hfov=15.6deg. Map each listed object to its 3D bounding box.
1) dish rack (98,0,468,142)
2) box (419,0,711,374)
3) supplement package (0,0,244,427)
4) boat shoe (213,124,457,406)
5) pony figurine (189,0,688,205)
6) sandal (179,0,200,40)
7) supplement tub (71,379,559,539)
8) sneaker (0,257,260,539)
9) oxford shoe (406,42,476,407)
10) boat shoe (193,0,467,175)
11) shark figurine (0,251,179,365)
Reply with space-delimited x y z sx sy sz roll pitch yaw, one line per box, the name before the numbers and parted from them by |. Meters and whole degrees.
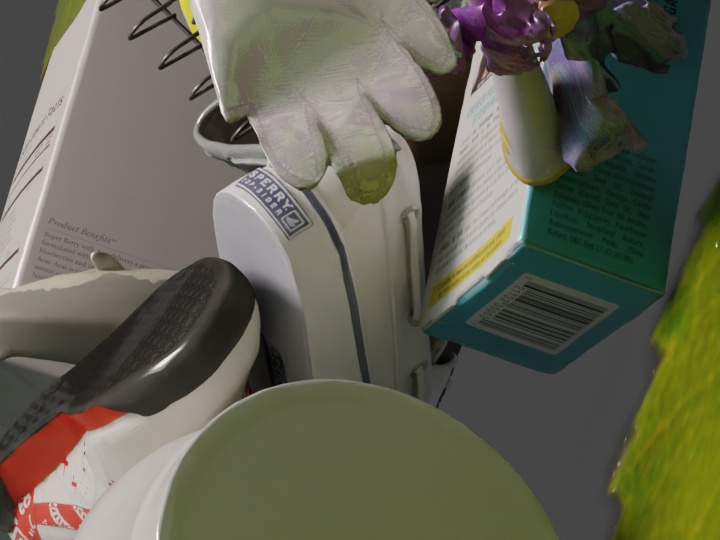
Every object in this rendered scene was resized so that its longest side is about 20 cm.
dish rack | -0.033 -0.115 0.975 0.153 0.200 0.055 -48 -4 39
box | 0.072 -0.075 0.824 0.082 0.049 0.200 136 150 -61
supplement package | -0.109 -0.019 1.274 0.120 0.121 0.200 143 144 -66
boat shoe | 0.002 0.035 0.865 0.074 0.065 0.200 47 157 31
pony figurine | 0.028 -0.106 0.679 0.193 0.166 0.200 62 -177 30
sandal | -0.007 -0.174 1.154 0.200 0.079 0.087 -54 -15 -9
supplement tub | -0.035 0.133 0.762 0.200 0.145 0.145 127 157 -50
sneaker | -0.051 0.069 0.860 0.067 0.108 0.201 -54 10 -32
oxford shoe | 0.000 0.000 0.926 0.073 0.084 0.200 -103 32 -57
boat shoe | -0.007 -0.073 1.076 0.202 0.065 0.075 -25 48 65
shark figurine | -0.088 0.041 0.964 0.128 0.214 0.090 125 141 -59
